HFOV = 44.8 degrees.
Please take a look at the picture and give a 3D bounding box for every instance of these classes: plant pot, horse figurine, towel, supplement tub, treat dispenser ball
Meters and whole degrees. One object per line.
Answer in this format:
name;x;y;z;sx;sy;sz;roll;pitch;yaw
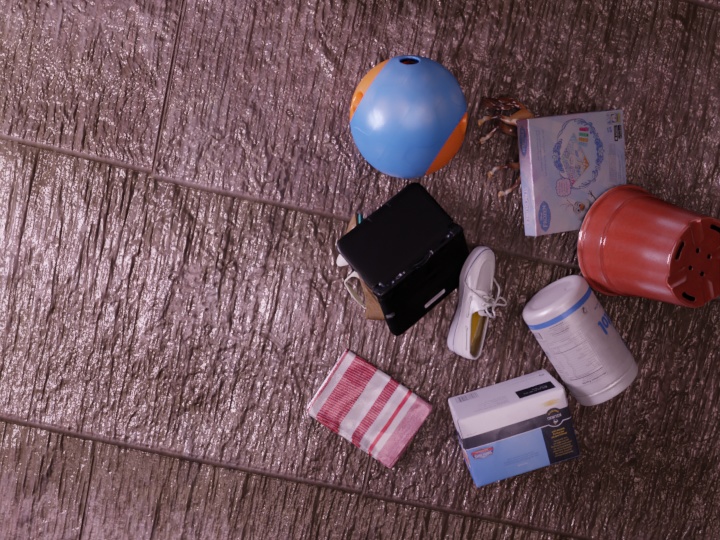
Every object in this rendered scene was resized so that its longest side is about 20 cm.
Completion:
plant pot;0.508;-0.032;1.484;0.198;0.195;0.204;-6;105;-24
horse figurine;0.279;-0.223;1.550;0.131;0.050;0.203;-19;94;-9
towel;0.017;0.258;1.624;0.199;0.023;0.145;34;95;-6
supplement tub;0.392;0.123;1.566;0.131;0.132;0.201;-34;99;3
treat dispenser ball;0.080;-0.256;1.463;0.197;0.201;0.205;0;98;-2

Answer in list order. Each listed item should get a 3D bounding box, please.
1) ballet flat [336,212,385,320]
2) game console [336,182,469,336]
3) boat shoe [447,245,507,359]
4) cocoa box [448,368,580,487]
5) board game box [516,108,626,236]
ballet flat;0.000;0.000;1.573;0.071;0.068;0.203;-17;103;17
game console;0.082;-0.020;1.551;0.199;0.116;0.177;-38;135;-16
boat shoe;0.216;0.063;1.561;0.074;0.086;0.205;8;101;-38
cocoa box;0.275;0.283;1.581;0.197;0.133;0.133;-17;99;0
board game box;0.375;-0.173;1.539;0.196;0.043;0.204;-9;98;-21
